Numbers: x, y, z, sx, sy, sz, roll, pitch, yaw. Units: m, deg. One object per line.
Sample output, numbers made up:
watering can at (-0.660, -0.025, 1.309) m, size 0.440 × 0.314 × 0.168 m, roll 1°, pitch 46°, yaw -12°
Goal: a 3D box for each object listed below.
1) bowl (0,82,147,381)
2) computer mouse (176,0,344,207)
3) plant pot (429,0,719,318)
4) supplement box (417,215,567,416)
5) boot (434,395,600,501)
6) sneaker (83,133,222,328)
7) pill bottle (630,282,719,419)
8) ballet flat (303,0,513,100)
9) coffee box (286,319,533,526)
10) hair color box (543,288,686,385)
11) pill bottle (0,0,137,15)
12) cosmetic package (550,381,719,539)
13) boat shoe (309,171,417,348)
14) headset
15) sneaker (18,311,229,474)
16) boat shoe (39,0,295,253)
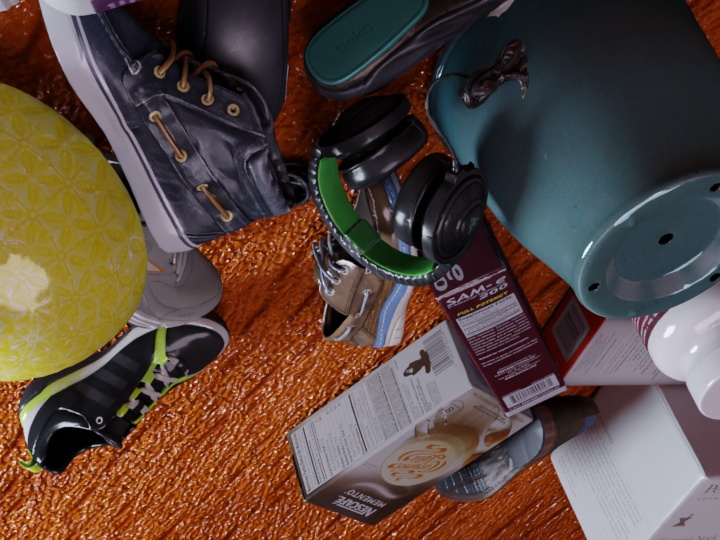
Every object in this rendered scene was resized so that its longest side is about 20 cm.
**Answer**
bowl at (-0.240, -0.003, 0.684) m, size 0.198 × 0.108 × 0.202 m, roll 11°, pitch 127°, yaw 14°
computer mouse at (-0.060, -0.107, 0.761) m, size 0.139 × 0.046 × 0.201 m, roll 1°, pitch 136°, yaw -23°
plant pot at (0.171, -0.079, 0.774) m, size 0.198 × 0.189 × 0.201 m, roll -14°, pitch 142°, yaw -11°
supplement box at (0.102, 0.023, 0.934) m, size 0.060 × 0.109 × 0.200 m, roll -25°, pitch 140°, yaw 7°
boot at (0.155, 0.180, 1.163) m, size 0.096 × 0.075 × 0.200 m, roll -10°, pitch 162°, yaw -36°
sneaker at (-0.150, -0.023, 0.782) m, size 0.091 × 0.076 × 0.200 m, roll -19°, pitch 146°, yaw 29°
pill bottle at (0.266, 0.013, 0.919) m, size 0.112 × 0.201 × 0.113 m, roll -12°, pitch 141°, yaw -9°
ballet flat at (0.051, -0.175, 0.722) m, size 0.199 × 0.073 × 0.073 m, roll -36°, pitch 139°, yaw 11°
coffee box at (0.044, 0.147, 1.076) m, size 0.199 × 0.080 × 0.114 m, roll -37°, pitch 139°, yaw 20°
hair color box at (0.280, 0.056, 1.087) m, size 0.198 × 0.062 × 0.102 m, roll 3°, pitch 136°, yaw -25°
pill bottle at (-0.117, -0.194, 0.577) m, size 0.198 × 0.113 × 0.113 m, roll -18°, pitch 142°, yaw -7°
cosmetic package at (0.333, 0.200, 1.194) m, size 0.166 × 0.167 × 0.201 m, roll 2°, pitch 136°, yaw -24°
boat shoe at (0.000, 0.000, 0.892) m, size 0.072 × 0.073 × 0.201 m, roll -10°, pitch 140°, yaw -10°
headset at (0.040, -0.071, 0.747) m, size 0.094 × 0.123 × 0.200 m, roll -44°, pitch 176°, yaw -32°
sneaker at (-0.187, 0.105, 0.926) m, size 0.199 × 0.083 × 0.072 m, roll -29°, pitch 141°, yaw 11°
boat shoe at (-0.110, -0.109, 0.681) m, size 0.090 × 0.071 × 0.201 m, roll -17°, pitch 120°, yaw 11°
